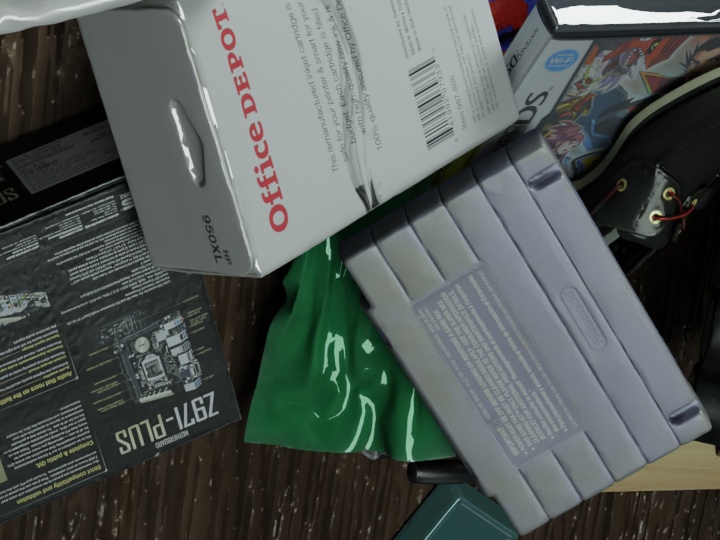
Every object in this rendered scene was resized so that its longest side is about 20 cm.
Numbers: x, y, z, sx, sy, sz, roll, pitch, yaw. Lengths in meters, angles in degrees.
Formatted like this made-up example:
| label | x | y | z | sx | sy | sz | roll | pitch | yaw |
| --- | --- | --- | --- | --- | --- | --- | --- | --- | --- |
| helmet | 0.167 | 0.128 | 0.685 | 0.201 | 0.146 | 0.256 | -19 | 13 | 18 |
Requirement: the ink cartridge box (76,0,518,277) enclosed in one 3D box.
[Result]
| label | x | y | z | sx | sy | sz | roll | pitch | yaw |
| --- | --- | --- | --- | --- | --- | --- | --- | --- | --- |
| ink cartridge box | -0.029 | -0.103 | 1.290 | 0.200 | 0.084 | 0.145 | -32 | 114 | -39 |

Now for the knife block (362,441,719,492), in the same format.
| label | x | y | z | sx | sy | sz | roll | pitch | yaw |
| --- | --- | --- | --- | --- | --- | --- | --- | --- | --- |
| knife block | 0.105 | 0.097 | 1.530 | 0.175 | 0.064 | 0.200 | -39 | 126 | -4 |

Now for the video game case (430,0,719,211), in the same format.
| label | x | y | z | sx | sy | sz | roll | pitch | yaw |
| --- | --- | --- | --- | --- | --- | --- | --- | --- | --- |
| video game case | 0.148 | -0.087 | 1.423 | 0.199 | 0.026 | 0.181 | -4 | 148 | -28 |

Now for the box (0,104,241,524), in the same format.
| label | x | y | z | sx | sy | sz | roll | pitch | yaw |
| --- | --- | --- | --- | --- | --- | --- | --- | --- | --- |
| box | -0.181 | 0.032 | 1.338 | 0.199 | 0.086 | 0.164 | -23 | 122 | -14 |

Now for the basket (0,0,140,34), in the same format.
| label | x | y | z | sx | sy | sz | roll | pitch | yaw |
| --- | --- | --- | --- | --- | --- | --- | --- | --- | --- |
| basket | -0.162 | -0.228 | 1.172 | 0.199 | 0.161 | 0.199 | -15 | 120 | -19 |

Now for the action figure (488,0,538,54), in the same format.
| label | x | y | z | sx | sy | sz | roll | pitch | yaw |
| --- | --- | --- | --- | --- | --- | --- | --- | --- | --- |
| action figure | 0.101 | -0.150 | 1.385 | 0.199 | 0.052 | 0.066 | -19 | 119 | 13 |

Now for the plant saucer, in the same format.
| label | x | y | z | sx | sy | sz | roll | pitch | yaw |
| --- | --- | --- | --- | --- | --- | --- | --- | --- | --- |
| plant saucer | 0.016 | 0.217 | 1.574 | 0.070 | 0.019 | 0.200 | 36 | 94 | -35 |

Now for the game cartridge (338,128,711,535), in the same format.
| label | x | y | z | sx | sy | sz | roll | pitch | yaw |
| --- | --- | --- | --- | --- | --- | --- | --- | --- | --- |
| game cartridge | 0.088 | 0.036 | 1.398 | 0.129 | 0.038 | 0.200 | -28 | 114 | 10 |

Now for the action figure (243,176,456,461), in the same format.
| label | x | y | z | sx | sy | sz | roll | pitch | yaw |
| --- | --- | --- | --- | --- | --- | --- | --- | --- | --- |
| action figure | 0.000 | 0.000 | 1.425 | 0.117 | 0.055 | 0.201 | 3 | 107 | -2 |

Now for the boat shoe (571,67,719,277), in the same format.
| label | x | y | z | sx | sy | sz | roll | pitch | yaw |
| --- | --- | --- | --- | --- | --- | --- | --- | --- | --- |
| boat shoe | 0.157 | -0.040 | 1.422 | 0.201 | 0.063 | 0.073 | -39 | 146 | 28 |

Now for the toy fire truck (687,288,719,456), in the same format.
| label | x | y | z | sx | sy | sz | roll | pitch | yaw |
| --- | --- | --- | --- | --- | --- | --- | --- | --- | --- |
| toy fire truck | 0.266 | -0.002 | 1.521 | 0.128 | 0.200 | 0.177 | 10 | 122 | 1 |
